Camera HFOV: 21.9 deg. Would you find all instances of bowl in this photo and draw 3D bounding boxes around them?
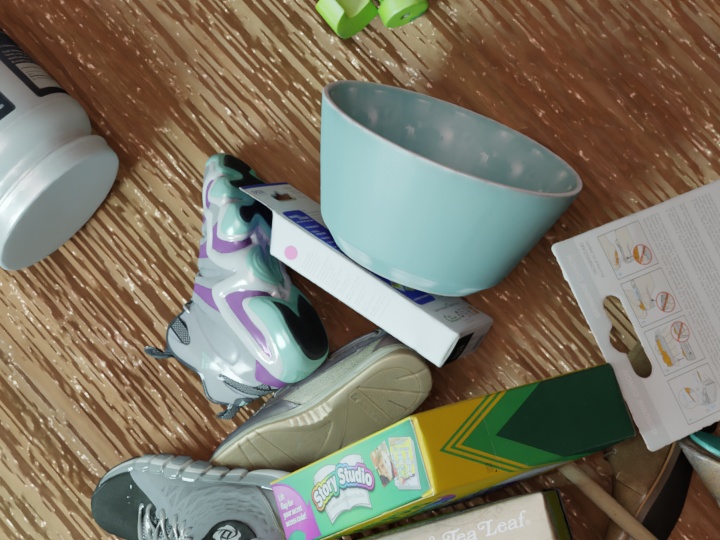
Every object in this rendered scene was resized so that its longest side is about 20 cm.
[{"bbox_3d":[0.051,-0.052,1.358,0.200,0.201,0.105,24,107,11],"label":"bowl"}]

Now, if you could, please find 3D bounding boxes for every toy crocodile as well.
[{"bbox_3d":[0.057,-0.243,1.428,0.199,0.062,0.068,-27,80,6],"label":"toy crocodile"}]

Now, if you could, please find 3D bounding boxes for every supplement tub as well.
[{"bbox_3d":[-0.298,-0.111,1.436,0.200,0.140,0.140,44,92,12],"label":"supplement tub"}]

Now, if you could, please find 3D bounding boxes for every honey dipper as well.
[{"bbox_3d":[0.163,0.152,1.330,0.038,0.038,0.200,-51,47,2],"label":"honey dipper"}]

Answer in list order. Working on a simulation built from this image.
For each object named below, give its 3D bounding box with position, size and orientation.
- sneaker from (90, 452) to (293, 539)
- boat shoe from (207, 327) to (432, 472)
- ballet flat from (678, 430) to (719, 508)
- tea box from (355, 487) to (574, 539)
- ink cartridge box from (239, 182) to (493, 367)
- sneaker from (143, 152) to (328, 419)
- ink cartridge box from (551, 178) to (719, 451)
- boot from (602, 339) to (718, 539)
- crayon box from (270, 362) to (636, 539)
[{"bbox_3d":[-0.134,0.194,1.363,0.199,0.116,0.075,-4,119,28],"label":"sneaker"},{"bbox_3d":[-0.032,0.109,1.404,0.200,0.065,0.072,-36,115,19],"label":"boat shoe"},{"bbox_3d":[0.309,0.176,1.318,0.199,0.068,0.068,20,101,-6],"label":"ballet flat"},{"bbox_3d":[0.058,0.241,1.307,0.199,0.197,0.134,-17,81,8],"label":"tea box"},{"bbox_3d":[0.000,0.000,1.391,0.200,0.095,0.037,36,105,13],"label":"ink cartridge box"},{"bbox_3d":[-0.115,0.018,1.425,0.140,0.078,0.201,-35,56,25],"label":"sneaker"},{"bbox_3d":[0.241,0.029,1.327,0.199,0.050,0.163,-21,80,-24],"label":"ink cartridge box"},{"bbox_3d":[0.204,0.141,1.364,0.075,0.074,0.201,21,80,23],"label":"boot"},{"bbox_3d":[0.060,0.131,1.285,0.172,0.200,0.059,-13,79,-33],"label":"crayon box"}]
